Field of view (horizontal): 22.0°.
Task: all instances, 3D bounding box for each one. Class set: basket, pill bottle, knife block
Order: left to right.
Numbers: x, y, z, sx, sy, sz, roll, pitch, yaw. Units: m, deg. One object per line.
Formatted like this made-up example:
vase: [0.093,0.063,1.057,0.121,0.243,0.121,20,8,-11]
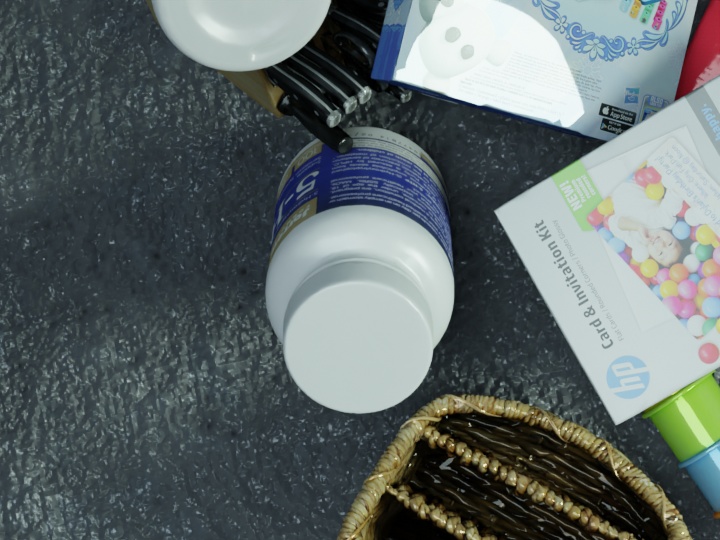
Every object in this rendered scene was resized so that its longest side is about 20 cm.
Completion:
pill bottle: [-0.089,-0.216,1.163,0.110,0.200,0.112,-7,123,-11]
knife block: [-0.064,-0.147,1.226,0.198,0.064,0.177,-5,51,15]
pill bottle: [0.000,0.000,1.172,0.119,0.200,0.121,0,117,1]
basket: [0.107,0.162,1.176,0.199,0.149,0.143,29,88,13]

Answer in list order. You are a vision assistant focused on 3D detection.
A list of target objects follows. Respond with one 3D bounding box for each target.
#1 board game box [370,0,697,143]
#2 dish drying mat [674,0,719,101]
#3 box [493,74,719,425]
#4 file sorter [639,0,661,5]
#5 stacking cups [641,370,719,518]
board game box: [0.123,-0.193,1.170,0.199,0.043,0.201,13,92,-23]
dish drying mat: [0.247,-0.127,1.210,0.076,0.018,0.201,28,98,15]
box: [0.206,-0.022,1.152,0.199,0.041,0.157,-30,86,8]
file sorter: [0.206,-0.278,1.074,0.138,0.123,0.202,-14,86,9]
stacking cups: [0.235,0.129,1.193,0.060,0.060,0.201,-33,82,13]
